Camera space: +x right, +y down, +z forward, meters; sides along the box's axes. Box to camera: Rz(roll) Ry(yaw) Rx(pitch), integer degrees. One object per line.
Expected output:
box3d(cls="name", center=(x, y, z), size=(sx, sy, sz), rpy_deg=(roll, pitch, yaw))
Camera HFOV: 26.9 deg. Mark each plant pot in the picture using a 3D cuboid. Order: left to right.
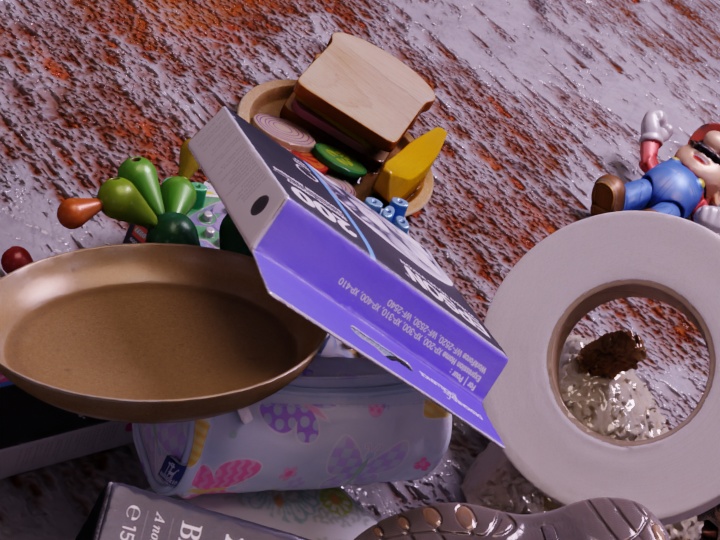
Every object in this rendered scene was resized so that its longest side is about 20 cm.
box3d(cls="plant pot", center=(-0.117, 0.036, 0.851), size=(0.198, 0.028, 0.200), rpy_deg=(3, 24, -1))

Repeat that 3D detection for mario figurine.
box3d(cls="mario figurine", center=(0.308, -0.095, 1.442), size=(0.199, 0.106, 0.124), rpy_deg=(-29, 98, -42))

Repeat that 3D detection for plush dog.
box3d(cls="plush dog", center=(0.180, 0.132, 1.064), size=(0.172, 0.160, 0.201), rpy_deg=(42, 30, -20))

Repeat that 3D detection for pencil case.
box3d(cls="pencil case", center=(-0.040, 0.089, 0.922), size=(0.199, 0.091, 0.083), rpy_deg=(4, 40, -35))

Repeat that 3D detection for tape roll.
box3d(cls="tape roll", center=(0.175, 0.062, 0.969), size=(0.203, 0.203, 0.037), rpy_deg=(43, -1, 21))

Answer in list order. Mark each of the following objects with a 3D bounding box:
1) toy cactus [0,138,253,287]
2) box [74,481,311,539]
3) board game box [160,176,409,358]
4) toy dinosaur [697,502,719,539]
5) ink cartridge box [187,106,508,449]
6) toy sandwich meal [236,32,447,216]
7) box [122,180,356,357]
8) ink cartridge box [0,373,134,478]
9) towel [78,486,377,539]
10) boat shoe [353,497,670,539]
box3d(cls="toy cactus", center=(-0.117, 0.003, 0.985), size=(0.199, 0.102, 0.166), rpy_deg=(-28, 79, -35))
box3d(cls="box", center=(-0.063, 0.234, 0.726), size=(0.198, 0.118, 0.198), rpy_deg=(19, 57, -12))
box3d(cls="board game box", center=(-0.043, 0.018, 1.065), size=(0.198, 0.026, 0.201), rpy_deg=(4, 48, -18))
box3d(cls="toy dinosaur", center=(0.283, 0.170, 1.043), size=(0.085, 0.137, 0.200), rpy_deg=(3, 17, 17))
box3d(cls="ink cartridge box", center=(0.000, 0.000, 0.915), size=(0.198, 0.043, 0.200), rpy_deg=(35, 13, -32))
box3d(cls="toy sandwich meal", center=(-0.010, -0.123, 1.298), size=(0.204, 0.071, 0.206), rpy_deg=(18, 36, -14))
box3d(cls="box", center=(-0.061, 0.010, 1.125), size=(0.200, 0.038, 0.136), rpy_deg=(40, 38, 16))
box3d(cls="ink cartridge box", center=(-0.202, 0.077, 0.954), size=(0.199, 0.037, 0.095), rpy_deg=(-10, 50, -44))
box3d(cls="towel", center=(-0.047, 0.193, 0.902), size=(0.200, 0.048, 0.171), rpy_deg=(43, 35, 20))
box3d(cls="boat shoe", center=(0.087, 0.187, 0.903), size=(0.198, 0.072, 0.076), rpy_deg=(0, 43, -7))
